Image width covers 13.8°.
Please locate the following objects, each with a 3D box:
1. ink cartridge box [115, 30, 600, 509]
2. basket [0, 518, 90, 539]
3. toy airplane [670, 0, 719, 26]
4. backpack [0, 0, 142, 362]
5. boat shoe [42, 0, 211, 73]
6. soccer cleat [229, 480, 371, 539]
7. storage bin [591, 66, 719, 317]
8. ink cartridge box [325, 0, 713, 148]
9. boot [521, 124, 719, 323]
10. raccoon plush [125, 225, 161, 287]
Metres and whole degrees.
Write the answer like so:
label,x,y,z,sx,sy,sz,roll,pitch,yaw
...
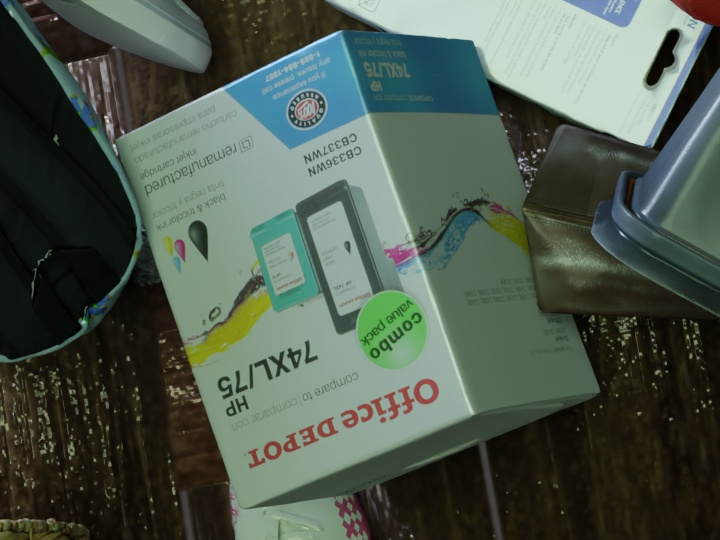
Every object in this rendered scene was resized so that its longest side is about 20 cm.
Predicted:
label,x,y,z,sx,sy,sz,roll,pitch,yaw
ink cartridge box,0.000,0.000,1.502,0.147,0.146,0.200,-24,80,27
basket,-0.201,0.207,1.518,0.143,0.200,0.149,-9,81,10
toy airplane,0.247,-0.180,1.495,0.199,0.141,0.200,6,44,5
backpack,-0.196,-0.048,1.479,0.163,0.154,0.200,-44,87,-12
boat shoe,-0.140,-0.167,1.549,0.072,0.200,0.069,14,77,47
soccer cleat,-0.026,0.174,1.538,0.070,0.086,0.200,-16,81,11
storage bin,0.226,-0.031,1.382,0.200,0.146,0.134,28,105,1
ink cartridge box,0.088,-0.143,1.566,0.200,0.039,0.099,28,91,15
boot,0.168,0.029,1.485,0.200,0.064,0.186,10,73,-10
raccoon plush,-0.193,-0.041,1.570,0.200,0.134,0.097,-4,83,13
